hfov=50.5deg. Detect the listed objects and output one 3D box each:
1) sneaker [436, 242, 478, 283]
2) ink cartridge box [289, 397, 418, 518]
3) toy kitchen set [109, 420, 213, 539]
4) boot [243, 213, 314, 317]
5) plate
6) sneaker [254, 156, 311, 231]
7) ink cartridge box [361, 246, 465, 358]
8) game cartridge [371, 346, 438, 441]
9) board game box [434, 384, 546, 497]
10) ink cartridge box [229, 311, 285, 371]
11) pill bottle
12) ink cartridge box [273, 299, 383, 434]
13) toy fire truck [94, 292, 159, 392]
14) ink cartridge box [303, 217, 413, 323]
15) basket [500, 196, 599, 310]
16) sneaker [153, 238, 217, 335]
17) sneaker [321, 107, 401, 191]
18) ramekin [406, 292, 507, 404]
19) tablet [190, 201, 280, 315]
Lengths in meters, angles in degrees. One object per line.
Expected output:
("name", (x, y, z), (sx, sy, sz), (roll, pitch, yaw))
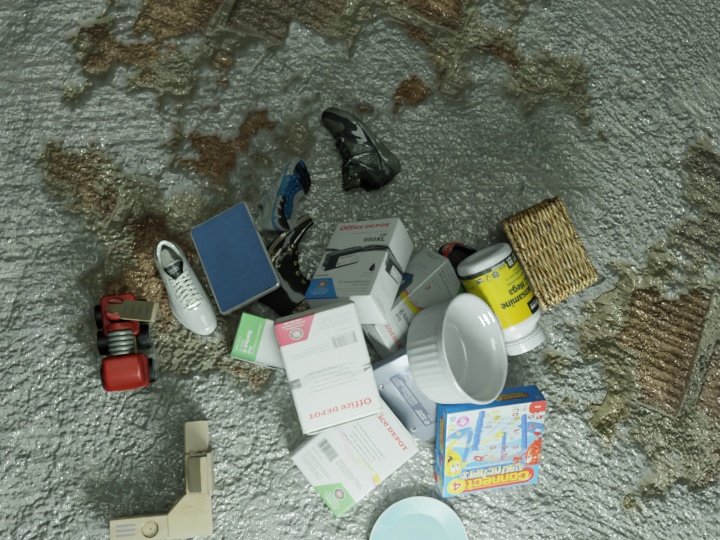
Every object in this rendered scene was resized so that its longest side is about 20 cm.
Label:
("sneaker", (0.248, 0.007, 1.565), (0.200, 0.085, 0.075), (29, 75, -4))
("ink cartridge box", (-0.013, 0.342, 1.447), (0.200, 0.084, 0.145), (-38, 88, -10))
("toy kitchen set", (-0.349, 0.372, 1.345), (0.180, 0.163, 0.200), (-2, 79, -11))
("boot", (-0.124, 0.004, 1.504), (0.151, 0.073, 0.200), (41, 79, 0))
("plate", (0.110, 0.537, 1.469), (0.200, 0.026, 0.200), (2, 79, -11))
("sneaker", (-0.161, -0.151, 1.514), (0.075, 0.087, 0.200), (56, 35, -33))
("ink cartridge box", (0.104, 0.077, 1.494), (0.200, 0.087, 0.145), (-40, 126, -13))
("game cartridge", (0.111, 0.235, 1.465), (0.133, 0.041, 0.200), (-30, 112, 12))
("board game box", (0.247, 0.328, 1.466), (0.200, 0.056, 0.196), (-6, 115, -11))
("ink cartridge box", (-0.138, 0.147, 1.436), (0.200, 0.146, 0.084), (16, 79, -7))
("pill bottle", (0.277, 0.057, 1.476), (0.112, 0.112, 0.200), (-30, 98, -14))
("ink cartridge box", (-0.056, 0.165, 1.328), (0.146, 0.085, 0.200), (-15, 94, -5))
("toy fire truck", (-0.413, 0.121, 1.363), (0.129, 0.200, 0.176), (-6, 80, -11))
("ink cartridge box", (0.000, 0.000, 1.455), (0.145, 0.084, 0.200), (-3, 46, 30))
("basket", (0.358, -0.028, 1.561), (0.149, 0.143, 0.200), (-27, 90, -17))
("sneaker", (-0.338, 0.033, 1.456), (0.076, 0.081, 0.200), (-30, 87, -16))
("sneaker", (-0.021, -0.242, 1.569), (0.199, 0.076, 0.114), (45, 69, -5))
("ramekin", (0.173, 0.148, 1.389), (0.200, 0.098, 0.201), (20, 62, -43))
("tablet", (-0.244, -0.025, 1.477), (0.130, 0.014, 0.200), (-27, 67, 5))
